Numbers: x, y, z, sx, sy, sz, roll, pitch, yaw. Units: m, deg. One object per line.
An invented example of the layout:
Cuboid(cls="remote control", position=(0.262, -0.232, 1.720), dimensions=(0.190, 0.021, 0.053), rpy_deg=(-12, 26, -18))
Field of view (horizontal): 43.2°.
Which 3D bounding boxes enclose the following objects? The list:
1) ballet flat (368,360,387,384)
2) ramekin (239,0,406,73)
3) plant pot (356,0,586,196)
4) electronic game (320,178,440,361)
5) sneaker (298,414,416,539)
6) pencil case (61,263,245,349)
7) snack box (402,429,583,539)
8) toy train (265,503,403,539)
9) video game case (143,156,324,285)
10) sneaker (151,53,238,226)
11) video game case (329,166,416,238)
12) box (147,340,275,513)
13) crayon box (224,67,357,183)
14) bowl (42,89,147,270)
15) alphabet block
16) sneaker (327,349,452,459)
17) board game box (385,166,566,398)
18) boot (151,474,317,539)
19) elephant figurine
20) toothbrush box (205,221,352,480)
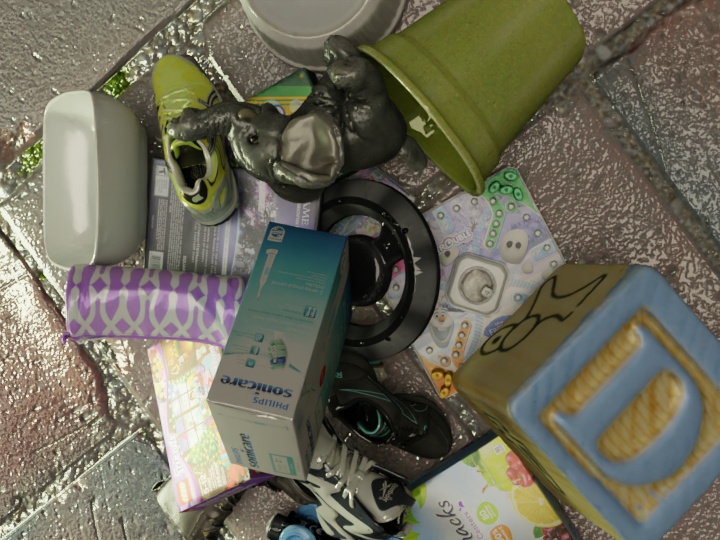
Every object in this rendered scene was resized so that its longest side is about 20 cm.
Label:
Cuboid(cls="ballet flat", position=(-0.068, 0.114, 1.059), dimensions=(0.198, 0.076, 0.065), rpy_deg=(13, 105, 12))
Cuboid(cls="ramekin", position=(-0.048, -0.328, 1.005), dimensions=(0.200, 0.094, 0.205), rpy_deg=(1, 94, 10))
Cuboid(cls="plant pot", position=(0.126, -0.212, 0.947), dimensions=(0.184, 0.200, 0.201), rpy_deg=(-41, 87, -1))
Cuboid(cls="electronic game", position=(0.000, 0.000, 1.008), dimensions=(0.198, 0.041, 0.202), rpy_deg=(5, 99, 33))
Cuboid(cls="sneaker", position=(-0.006, 0.216, 0.964), dimensions=(0.129, 0.079, 0.201), rpy_deg=(-1, 120, 37))
Cuboid(cls="pencil case", position=(-0.217, 0.041, 0.964), dimensions=(0.198, 0.084, 0.086), rpy_deg=(3, 71, -7))
Cuboid(cls="snack box", position=(0.150, 0.304, 1.035), dimensions=(0.168, 0.068, 0.201), rpy_deg=(-33, 86, 12))
Cuboid(cls="toy train", position=(-0.025, 0.356, 1.065), dimensions=(0.198, 0.087, 0.115), rpy_deg=(19, 106, 11))
Cuboid(cls="video game case", position=(-0.143, -0.043, 1.016), dimensions=(0.198, 0.019, 0.145), rpy_deg=(8, 97, 8))
Cuboid(cls="sneaker", position=(-0.180, -0.150, 0.974), dimensions=(0.075, 0.076, 0.202), rpy_deg=(-22, 73, 3))
Cuboid(cls="video game case", position=(-0.054, -0.087, 1.065), dimensions=(0.199, 0.018, 0.144), rpy_deg=(38, 100, 5))
Cuboid(cls="box", position=(-0.174, 0.158, 1.038), dimensions=(0.136, 0.039, 0.202), rpy_deg=(-32, 65, 37))
Cuboid(cls="crayon box", position=(-0.117, -0.125, 1.038), dimensions=(0.199, 0.052, 0.127), rpy_deg=(-27, 90, 12))
Cuboid(cls="bowl", position=(-0.304, -0.101, 1.048), dimensions=(0.199, 0.074, 0.202), rpy_deg=(6, 96, 54))
Cuboid(cls="alphabet block", position=(0.237, 0.123, 0.901), dimensions=(0.195, 0.200, 0.197), rpy_deg=(-42, 97, -5))
Cuboid(cls="sneaker", position=(0.028, 0.169, 1.006), dimensions=(0.199, 0.080, 0.075), rpy_deg=(34, 114, -27))
Cuboid(cls="board game box", position=(0.132, 0.017, 1.026), dimensions=(0.199, 0.026, 0.201), rpy_deg=(-28, 93, 10))
Cuboid(cls="boot", position=(-0.149, 0.263, 1.081), dimensions=(0.199, 0.069, 0.175), rpy_deg=(36, 102, 30))
Cuboid(cls="elephant figurine", position=(-0.063, -0.131, 0.931), dimensions=(0.200, 0.142, 0.155), rpy_deg=(-39, 55, -8))
Cuboid(cls="toothbrush box", position=(-0.071, 0.079, 0.888), dimensions=(0.084, 0.147, 0.201), rpy_deg=(11, 57, 9))
